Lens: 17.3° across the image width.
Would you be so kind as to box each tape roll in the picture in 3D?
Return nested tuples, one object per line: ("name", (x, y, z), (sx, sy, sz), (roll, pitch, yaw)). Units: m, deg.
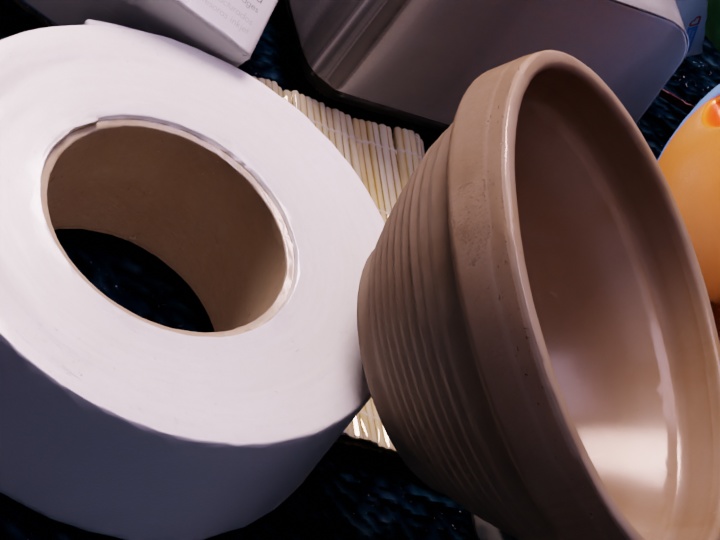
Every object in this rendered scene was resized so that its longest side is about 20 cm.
("tape roll", (-0.086, 0.001, 0.913), (0.202, 0.071, 0.203), (18, 45, -19))

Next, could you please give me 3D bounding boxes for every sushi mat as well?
("sushi mat", (0.000, 0.000, 1.040), (0.095, 0.012, 0.201), (16, 45, -27))

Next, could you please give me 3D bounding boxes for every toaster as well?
("toaster", (0.048, -0.162, 1.148), (0.199, 0.119, 0.181), (15, 45, -28))

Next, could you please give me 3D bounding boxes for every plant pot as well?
("plant pot", (0.061, 0.027, 0.894), (0.201, 0.092, 0.201), (44, 36, -46))

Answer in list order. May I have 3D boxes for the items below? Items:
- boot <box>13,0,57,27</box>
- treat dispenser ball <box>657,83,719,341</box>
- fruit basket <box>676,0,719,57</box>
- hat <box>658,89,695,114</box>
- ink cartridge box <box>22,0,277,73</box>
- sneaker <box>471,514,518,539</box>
("boot", (-0.127, -0.180, 1.070), (0.174, 0.069, 0.200), (39, 49, -3))
("treat dispenser ball", (0.224, -0.005, 1.075), (0.200, 0.201, 0.201), (22, 42, -22))
("fruit basket", (0.235, -0.196, 1.162), (0.185, 0.200, 0.094), (-18, 49, -22))
("hat", (0.252, -0.041, 1.281), (0.166, 0.175, 0.201), (-35, 117, -50))
("ink cartridge box", (-0.071, -0.185, 1.015), (0.115, 0.068, 0.200), (35, 55, -19))
("sneaker", (0.107, 0.121, 0.958), (0.077, 0.080, 0.200), (6, 50, -38))
